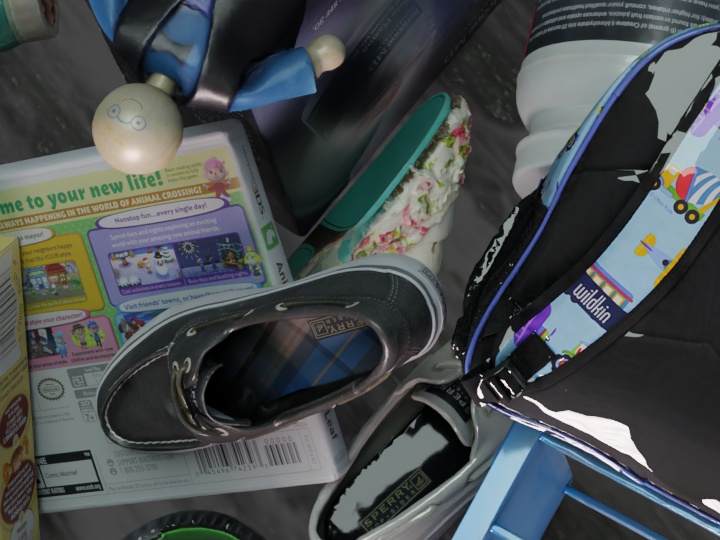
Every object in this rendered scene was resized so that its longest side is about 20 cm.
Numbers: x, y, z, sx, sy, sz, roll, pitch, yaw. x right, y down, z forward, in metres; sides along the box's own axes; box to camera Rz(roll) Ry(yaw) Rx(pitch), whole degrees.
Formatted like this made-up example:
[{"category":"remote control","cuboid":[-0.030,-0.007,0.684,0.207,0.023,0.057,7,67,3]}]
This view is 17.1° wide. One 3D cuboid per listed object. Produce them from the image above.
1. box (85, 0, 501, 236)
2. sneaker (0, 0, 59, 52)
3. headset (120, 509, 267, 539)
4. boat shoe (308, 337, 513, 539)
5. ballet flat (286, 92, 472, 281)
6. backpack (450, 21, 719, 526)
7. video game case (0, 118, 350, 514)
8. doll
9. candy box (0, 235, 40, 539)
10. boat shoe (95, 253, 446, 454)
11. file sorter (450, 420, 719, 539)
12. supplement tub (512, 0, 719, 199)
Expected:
[{"category":"box","cuboid":[-0.024,-0.155,1.193,0.123,0.198,0.200,36,77,19]},{"category":"sneaker","cuboid":[-0.222,-0.215,1.335,0.080,0.071,0.201,-12,73,5]},{"category":"headset","cuboid":[-0.069,0.216,1.182,0.123,0.094,0.200,-29,54,8]},{"category":"boat shoe","cuboid":[0.048,0.070,1.188,0.200,0.066,0.072,-43,69,-2]},{"category":"ballet flat","cuboid":[0.000,0.000,1.228,0.064,0.076,0.200,41,91,-18]},{"category":"backpack","cuboid":[0.156,-0.009,1.036,0.182,0.135,0.201,27,105,-2]},{"category":"video game case","cuboid":[-0.118,0.028,1.184,0.199,0.022,0.183,-9,107,29]},{"category":"doll","cuboid":[-0.064,-0.133,1.056,0.136,0.048,0.201,24,80,6]},{"category":"candy box","cuboid":[-0.226,0.080,1.201,0.115,0.055,0.201,5,110,15]},{"category":"boat shoe","cuboid":[-0.053,0.049,1.107,0.199,0.066,0.070,-16,103,30]},{"category":"file sorter","cuboid":[0.085,0.189,1.088,0.122,0.139,0.200,27,80,15]},{"category":"supplement tub","cuboid":[0.155,-0.123,1.181,0.140,0.140,0.201,10,76,16]}]
